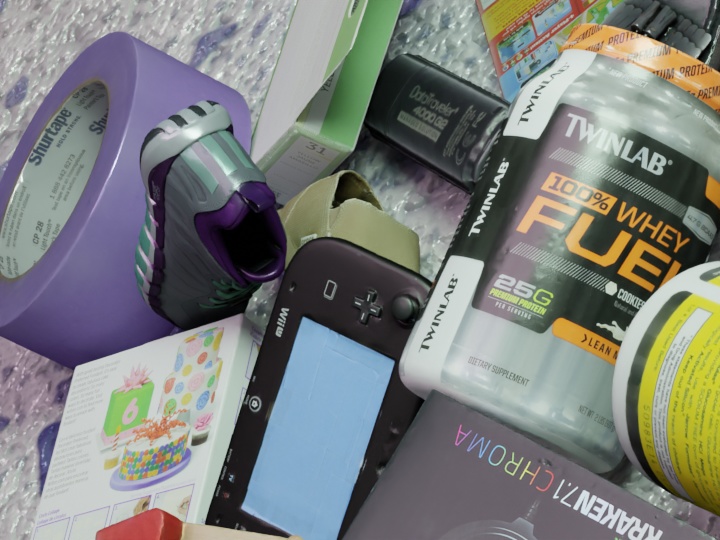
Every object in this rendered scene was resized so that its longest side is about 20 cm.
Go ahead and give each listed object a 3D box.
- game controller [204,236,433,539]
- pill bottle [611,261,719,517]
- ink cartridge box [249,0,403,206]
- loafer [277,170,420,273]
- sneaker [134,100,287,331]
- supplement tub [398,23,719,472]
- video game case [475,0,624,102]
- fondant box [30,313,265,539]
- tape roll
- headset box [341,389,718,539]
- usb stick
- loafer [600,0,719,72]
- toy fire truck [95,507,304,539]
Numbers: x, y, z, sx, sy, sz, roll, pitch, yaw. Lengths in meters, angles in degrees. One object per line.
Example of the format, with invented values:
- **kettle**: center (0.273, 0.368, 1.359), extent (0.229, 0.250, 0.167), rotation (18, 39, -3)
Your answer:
- **game controller**: center (-0.018, 0.086, 1.490), extent (0.104, 0.042, 0.201), rotation (23, 101, 22)
- **pill bottle**: center (0.209, 0.072, 1.246), extent (0.113, 0.112, 0.200), rotation (-57, 35, -6)
- **ink cartridge box**: center (-0.004, -0.138, 1.665), extent (0.200, 0.048, 0.146), rotation (-40, 29, 60)
- **loafer**: center (0.000, 0.000, 1.582), extent (0.068, 0.076, 0.200), rotation (-53, 34, 11)
- **sneaker**: center (-0.078, -0.004, 1.587), extent (0.074, 0.200, 0.088), rotation (-32, 62, -16)
- **supplement tub**: center (0.109, -0.012, 1.409), extent (0.122, 0.122, 0.201), rotation (14, 79, 53)
- **video game case**: center (0.129, -0.173, 1.633), extent (0.143, 0.017, 0.201), rotation (-37, 38, 22)
- **fondant box**: center (-0.119, 0.136, 1.619), extent (0.144, 0.058, 0.201), rotation (-18, 49, 39)
- **tape roll**: center (-0.155, -0.039, 1.748), extent (0.200, 0.085, 0.201), rotation (-46, 30, 36)
- **headset box**: center (0.061, 0.186, 1.297), extent (0.174, 0.093, 0.201), rotation (27, 82, 36)
- **usb stick**: center (0.047, -0.083, 1.600), extent (0.056, 0.033, 0.200), rotation (-58, 21, 2)
- **loafer**: center (0.133, -0.083, 1.499), extent (0.072, 0.063, 0.201), rotation (31, 87, 34)
- **toy fire truck**: center (-0.045, 0.187, 1.443), extent (0.199, 0.049, 0.142), rotation (-10, 64, 27)
